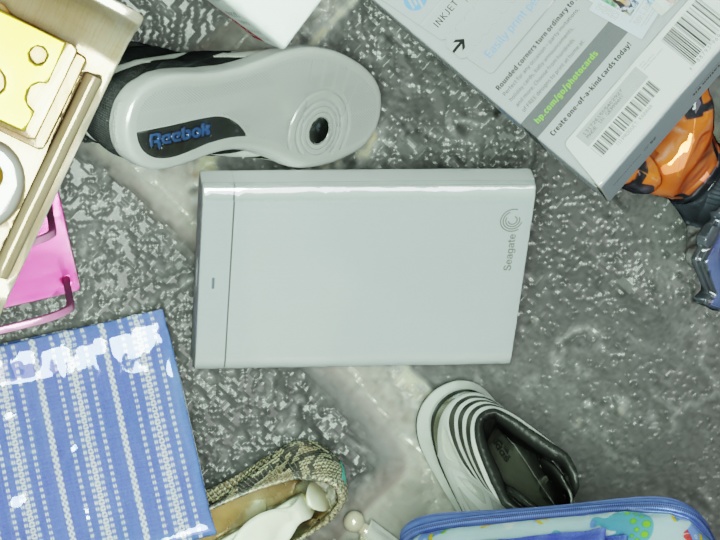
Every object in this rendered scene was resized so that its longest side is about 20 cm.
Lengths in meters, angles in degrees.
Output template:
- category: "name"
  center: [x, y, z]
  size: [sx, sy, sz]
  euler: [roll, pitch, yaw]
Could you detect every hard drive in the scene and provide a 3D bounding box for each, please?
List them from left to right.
- category: "hard drive"
  center: [0.000, 0.000, 1.263]
  size: [0.199, 0.027, 0.133]
  euler: [-1, 124, -10]

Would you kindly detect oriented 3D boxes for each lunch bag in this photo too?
- category: "lunch bag"
  center: [0.123, 0.203, 1.219]
  size: [0.199, 0.083, 0.161]
  euler: [-10, 135, 26]

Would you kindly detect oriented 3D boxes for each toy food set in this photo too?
- category: "toy food set"
  center: [-0.218, -0.075, 1.091]
  size: [0.143, 0.060, 0.201]
  euler: [26, 93, -13]

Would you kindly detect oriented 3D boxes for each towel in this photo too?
- category: "towel"
  center: [-0.197, 0.109, 1.241]
  size: [0.199, 0.024, 0.146]
  euler: [-12, 76, -10]

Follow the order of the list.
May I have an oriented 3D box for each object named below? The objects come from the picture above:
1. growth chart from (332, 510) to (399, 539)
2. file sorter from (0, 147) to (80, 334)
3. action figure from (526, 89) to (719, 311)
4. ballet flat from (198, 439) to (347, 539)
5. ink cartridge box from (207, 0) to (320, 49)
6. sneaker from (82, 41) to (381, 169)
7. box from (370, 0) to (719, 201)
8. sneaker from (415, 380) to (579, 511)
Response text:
- category: "growth chart"
  center: [0.006, 0.242, 1.271]
  size: [0.145, 0.200, 0.018]
  euler: [45, 134, -8]
- category: "file sorter"
  center: [-0.246, -0.061, 1.183]
  size: [0.138, 0.125, 0.201]
  euler: [-13, 101, -8]
- category: "action figure"
  center: [0.219, -0.088, 1.285]
  size: [0.193, 0.105, 0.200]
  euler: [42, 79, -21]
- category: "ballet flat"
  center: [-0.095, 0.170, 1.274]
  size: [0.199, 0.075, 0.068]
  euler: [-30, 106, -3]
- category: "ink cartridge box"
  center: [-0.085, -0.243, 1.169]
  size: [0.200, 0.145, 0.145]
  euler: [38, 92, -13]
- category: "sneaker"
  center: [-0.090, -0.107, 1.232]
  size: [0.199, 0.112, 0.074]
  euler: [-5, 111, -44]
- category: "box"
  center: [0.119, -0.163, 1.221]
  size: [0.200, 0.041, 0.156]
  euler: [41, 91, 19]
- category: "sneaker"
  center: [0.106, 0.166, 1.284]
  size: [0.075, 0.115, 0.201]
  euler: [-32, 103, -9]
